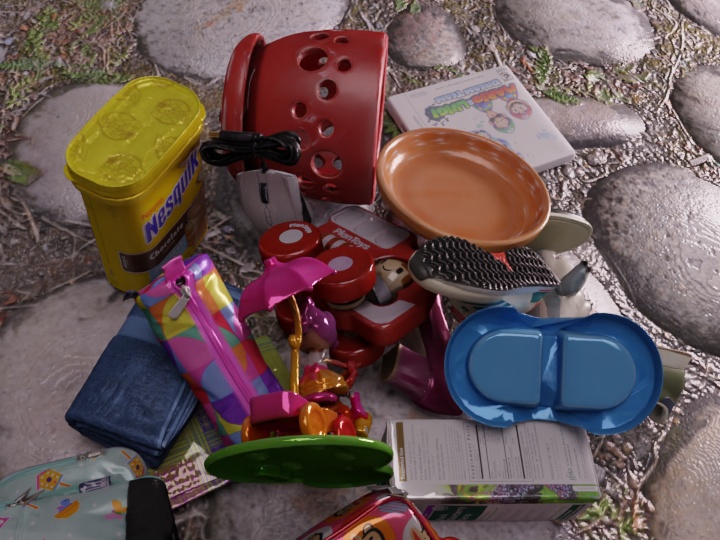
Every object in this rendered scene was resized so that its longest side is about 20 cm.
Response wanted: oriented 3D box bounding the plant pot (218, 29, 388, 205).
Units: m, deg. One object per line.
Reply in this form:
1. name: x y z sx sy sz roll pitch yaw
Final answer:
1. plant pot: -0.062 -0.186 0.904 0.181 0.201 0.201 7 56 1

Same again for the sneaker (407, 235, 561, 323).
1. sneaker: 0.112 0.025 0.762 0.199 0.094 0.070 2 43 -43

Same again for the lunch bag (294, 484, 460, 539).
1. lunch bag: 0.032 0.288 0.633 0.176 0.082 0.201 -30 86 -13

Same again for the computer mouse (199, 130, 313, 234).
1. computer mouse: -0.097 -0.080 0.831 0.109 0.200 0.044 3 63 12

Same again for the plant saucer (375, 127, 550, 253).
1. plant saucer: 0.112 -0.087 0.857 0.199 0.038 0.201 8 45 -8

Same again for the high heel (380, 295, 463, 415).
1. high heel: 0.084 0.062 0.850 0.096 0.067 0.201 30 42 -17

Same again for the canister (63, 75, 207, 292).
1. canister: -0.224 -0.080 0.810 0.086 0.200 0.149 24 57 9

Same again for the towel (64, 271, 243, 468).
1. towel: -0.198 0.086 0.768 0.111 0.049 0.201 20 56 7

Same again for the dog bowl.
1. dog bowl: 0.180 0.094 0.731 0.199 0.050 0.112 3 84 6

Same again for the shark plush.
1. shark plush: 0.196 0.067 0.874 0.083 0.091 0.201 21 76 30

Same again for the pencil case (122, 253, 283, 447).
1. pencil case: -0.132 0.081 0.710 0.088 0.088 0.201 -35 100 -26

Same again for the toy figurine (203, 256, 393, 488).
1. toy figurine: -0.042 0.081 0.664 0.149 0.200 0.185 -16 62 23

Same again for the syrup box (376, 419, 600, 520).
1. syrup box: 0.118 0.195 0.746 0.199 0.079 0.082 1 57 -7

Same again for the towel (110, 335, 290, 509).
1. towel: -0.158 0.152 0.773 0.199 0.023 0.144 -21 61 -21

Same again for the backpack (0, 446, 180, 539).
1. backpack: -0.243 0.246 0.611 0.199 0.176 0.154 -14 42 -15

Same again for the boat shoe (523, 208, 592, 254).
1. boat shoe: 0.179 -0.060 0.928 0.198 0.075 0.066 -4 50 -4

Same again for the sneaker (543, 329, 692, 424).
1. sneaker: 0.255 0.113 0.804 0.199 0.067 0.090 12 90 -18

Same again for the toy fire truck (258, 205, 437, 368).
1. toy fire truck: 0.000 0.000 0.813 0.168 0.113 0.200 -34 41 -29

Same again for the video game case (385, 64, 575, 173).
1. video game case: 0.162 -0.192 1.042 0.199 0.024 0.183 -19 61 -19
